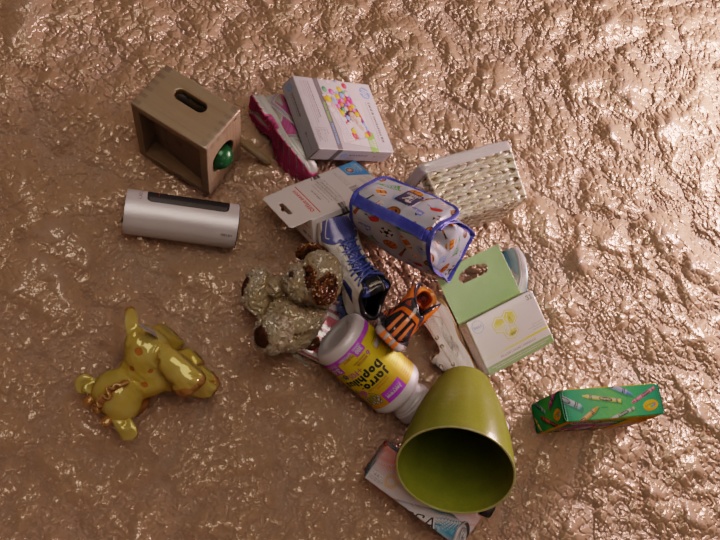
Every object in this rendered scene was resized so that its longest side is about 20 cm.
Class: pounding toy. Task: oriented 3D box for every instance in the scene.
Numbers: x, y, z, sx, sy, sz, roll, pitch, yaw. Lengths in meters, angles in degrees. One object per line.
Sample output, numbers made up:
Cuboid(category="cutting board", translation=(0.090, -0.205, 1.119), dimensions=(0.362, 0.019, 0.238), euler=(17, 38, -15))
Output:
Cuboid(category="pounding toy", translation=(-0.275, -0.241, 1.559), dimensions=(0.199, 0.184, 0.142), euler=(31, 65, 7))

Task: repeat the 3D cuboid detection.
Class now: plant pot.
Cuboid(category="plant pot", translation=(0.162, 0.256, 1.431), dimensions=(0.186, 0.188, 0.200), euler=(25, 34, -5))

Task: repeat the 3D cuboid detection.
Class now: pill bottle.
Cuboid(category="pill bottle", translation=(0.028, 0.172, 1.500), dimensions=(0.200, 0.104, 0.104), euler=(42, 63, -17))

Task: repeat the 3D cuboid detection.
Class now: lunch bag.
Cuboid(category="lunch bag", translation=(0.086, -0.077, 1.495), dimensions=(0.169, 0.200, 0.124), euler=(28, 93, 24))

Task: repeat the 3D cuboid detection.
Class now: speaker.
Cuboid(category="speaker", translation=(-0.314, -0.089, 1.533), dimensions=(0.199, 0.081, 0.082), euler=(8, 68, -12))

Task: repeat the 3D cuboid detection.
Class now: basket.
Cuboid(category="basket", translation=(0.197, -0.148, 1.670), dimensions=(0.199, 0.136, 0.124), euler=(-16, 79, -21))

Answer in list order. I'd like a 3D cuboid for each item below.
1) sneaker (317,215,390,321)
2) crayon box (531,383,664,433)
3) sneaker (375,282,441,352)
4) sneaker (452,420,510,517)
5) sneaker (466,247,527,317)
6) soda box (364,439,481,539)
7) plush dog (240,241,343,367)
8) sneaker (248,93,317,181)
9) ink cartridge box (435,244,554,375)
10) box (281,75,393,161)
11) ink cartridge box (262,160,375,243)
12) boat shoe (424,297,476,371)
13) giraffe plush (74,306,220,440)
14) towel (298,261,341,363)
Cuboid(category="sneaker", translation=(0.000, 0.001, 1.508), dimensions=(0.080, 0.115, 0.201), euler=(-18, 96, -29))
Cuboid(category="crayon box", translation=(0.427, 0.250, 1.587), dimensions=(0.199, 0.119, 0.059), euler=(-1, 70, -16))
Cuboid(category="sneaker", translation=(0.087, 0.077, 1.508), dimensions=(0.078, 0.200, 0.112), euler=(44, 94, -3))
Cuboid(category="sneaker", translation=(0.188, 0.327, 1.507), dimensions=(0.115, 0.075, 0.200), euler=(17, 39, 3))
Cuboid(category="sneaker", translation=(0.238, 0.038, 1.639), dimensions=(0.130, 0.080, 0.201), euler=(14, 66, -12))
Cuboid(category="soda box", translation=(0.103, 0.372, 1.471), dimensions=(0.200, 0.064, 0.069), euler=(36, 89, 1))
Cuboid(category="plush dog", translation=(-0.091, 0.045, 1.462), dimensions=(0.160, 0.172, 0.200), euler=(27, 21, -30))
Cuboid(category="sneaker", translation=(-0.128, -0.260, 1.646), dimensions=(0.088, 0.081, 0.201), euler=(-25, 75, -24))
Cuboid(category="ink cartridge box", translation=(0.240, 0.068, 1.570), dimensions=(0.145, 0.048, 0.201), euler=(-24, 90, -18))
Cuboid(category="box", translation=(-0.040, -0.284, 1.661), dimensions=(0.199, 0.041, 0.157), euler=(-4, 68, -46))
Cuboid(category="ink cartridge box", translation=(-0.063, -0.115, 1.593), dimensions=(0.199, 0.068, 0.116), euler=(-24, 44, -22))
Cuboid(category="boat shoe", translation=(0.161, 0.152, 1.585), dimensions=(0.069, 0.071, 0.201), euler=(-26, 82, 1))
Cuboid(category="giraffe plush", translation=(-0.348, 0.176, 1.389), dimensions=(0.162, 0.200, 0.172), euler=(-48, 54, -2))
Cuboid(category="towel", translation=(-0.065, 0.065, 1.574), dimensions=(0.146, 0.030, 0.201), euler=(27, 68, -4))
